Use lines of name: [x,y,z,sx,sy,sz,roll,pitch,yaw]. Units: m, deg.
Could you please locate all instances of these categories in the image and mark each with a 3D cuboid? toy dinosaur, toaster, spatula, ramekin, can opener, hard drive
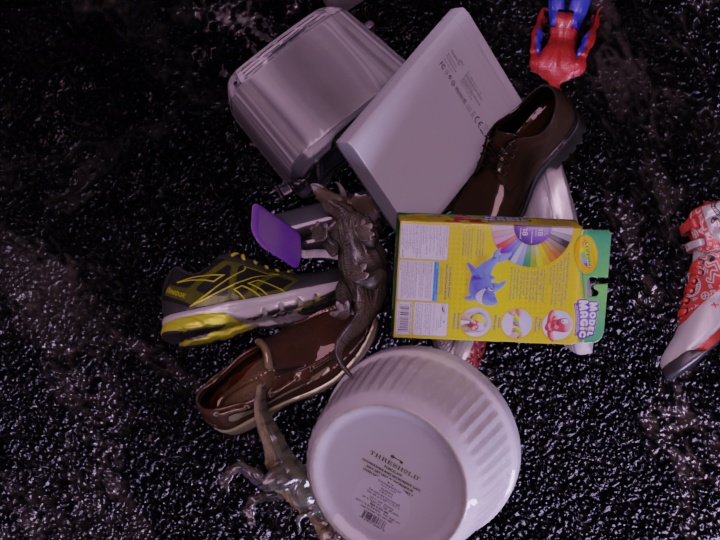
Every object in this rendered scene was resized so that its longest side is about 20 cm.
toy dinosaur: [0.000,0.000,1.484,0.077,0.102,0.200,-16,82,18]
toy dinosaur: [-0.087,0.209,1.539,0.088,0.047,0.200,-26,107,6]
toaster: [-0.044,-0.168,1.554,0.200,0.114,0.129,-39,77,-12]
spatula: [-0.022,-0.010,1.545,0.200,0.057,0.021,21,130,-18]
ramekin: [0.044,0.181,1.474,0.200,0.105,0.200,7,109,20]
can opener: [0.000,-0.069,1.585,0.200,0.053,0.067,-14,49,5]
hard drive: [0.072,-0.142,1.514,0.200,0.027,0.132,-51,123,-26]

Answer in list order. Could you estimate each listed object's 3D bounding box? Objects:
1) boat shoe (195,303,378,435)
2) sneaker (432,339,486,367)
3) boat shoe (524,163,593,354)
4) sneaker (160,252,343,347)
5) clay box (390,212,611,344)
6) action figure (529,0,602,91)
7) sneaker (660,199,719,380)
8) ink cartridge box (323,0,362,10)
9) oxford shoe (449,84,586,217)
boat shoe: [-0.075,0.093,1.536,0.202,0.075,0.075,-38,58,6]
sneaker: [0.091,0.039,1.547,0.082,0.078,0.200,11,75,11]
boat shoe: [0.186,-0.011,1.541,0.068,0.072,0.200,-12,84,13]
sneaker: [-0.110,0.016,1.566,0.200,0.074,0.085,-12,72,-2]
clay box: [0.132,0.008,1.467,0.200,0.048,0.115,3,102,-4]
action figure: [0.210,-0.259,1.575,0.065,0.052,0.200,9,78,12]
sneaker: [0.339,0.006,1.524,0.201,0.067,0.108,-44,80,-4]
ink cartridge box: [-0.034,-0.380,1.607,0.117,0.067,0.200,-32,82,0]
oxford shoe: [0.134,-0.099,1.508,0.073,0.084,0.200,27,77,38]
